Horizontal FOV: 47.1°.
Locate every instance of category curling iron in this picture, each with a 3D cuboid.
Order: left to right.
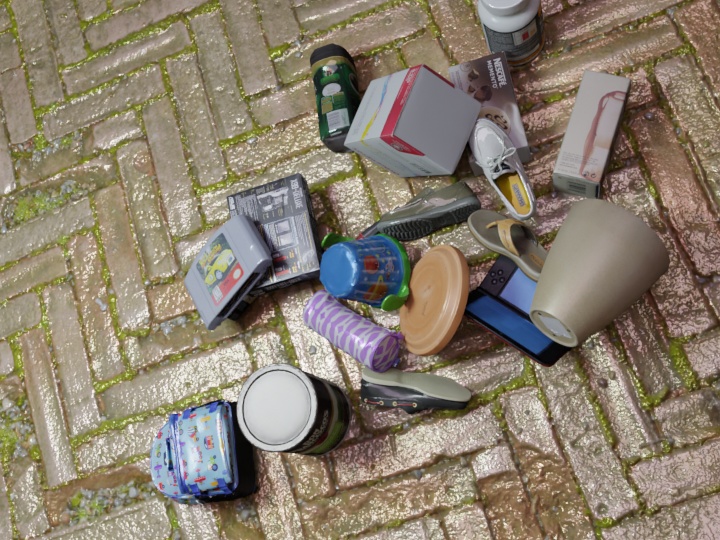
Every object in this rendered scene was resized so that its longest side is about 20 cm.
[{"bbox_3d":[-0.005,-0.066,1.599,0.199,0.026,0.050,-33,72,6],"label":"curling iron"}]

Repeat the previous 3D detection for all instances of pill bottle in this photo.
[{"bbox_3d":[0.279,-0.474,1.529,0.115,0.200,0.117,-4,75,15],"label":"pill bottle"}]

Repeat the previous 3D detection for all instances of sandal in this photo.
[{"bbox_3d":[0.278,-0.053,1.470,0.080,0.054,0.200,-32,58,-26],"label":"sandal"}]

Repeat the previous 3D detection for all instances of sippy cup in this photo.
[{"bbox_3d":[0.000,0.000,1.501,0.177,0.130,0.141,1,90,42],"label":"sippy cup"}]

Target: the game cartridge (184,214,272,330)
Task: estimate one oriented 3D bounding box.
[{"bbox_3d":[-0.253,-0.002,1.547,0.200,0.041,0.134,-48,54,24],"label":"game cartridge"}]

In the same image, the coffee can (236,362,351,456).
[{"bbox_3d":[-0.112,0.249,1.455,0.145,0.200,0.148,-4,75,16],"label":"coffee can"}]

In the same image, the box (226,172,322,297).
[{"bbox_3d":[-0.161,-0.068,1.570,0.156,0.050,0.202,-17,73,11],"label":"box"}]

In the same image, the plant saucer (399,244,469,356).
[{"bbox_3d":[0.122,0.050,1.456,0.032,0.200,0.202,16,78,-23],"label":"plant saucer"}]

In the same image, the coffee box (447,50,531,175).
[{"bbox_3d":[0.243,-0.296,1.556,0.112,0.080,0.202,-14,73,13],"label":"coffee box"}]

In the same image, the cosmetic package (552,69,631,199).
[{"bbox_3d":[0.414,-0.241,1.480,0.087,0.103,0.202,16,82,18],"label":"cosmetic package"}]

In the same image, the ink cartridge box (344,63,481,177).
[{"bbox_3d":[0.091,-0.267,1.513,0.200,0.145,0.146,7,72,63],"label":"ink cartridge box"}]

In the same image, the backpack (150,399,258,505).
[{"bbox_3d":[-0.305,0.341,1.527,0.198,0.134,0.184,-12,72,16],"label":"backpack"}]

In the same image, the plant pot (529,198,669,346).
[{"bbox_3d":[0.370,0.019,1.353,0.187,0.188,0.200,34,72,22],"label":"plant pot"}]

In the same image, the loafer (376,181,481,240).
[{"bbox_3d":[0.126,-0.114,1.556,0.198,0.075,0.070,-15,60,8],"label":"loafer"}]

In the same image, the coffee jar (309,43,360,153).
[{"bbox_3d":[-0.046,-0.344,1.644,0.085,0.104,0.202,-13,72,17],"label":"coffee jar"}]

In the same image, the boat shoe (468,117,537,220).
[{"bbox_3d":[0.247,-0.179,1.450,0.074,0.086,0.203,-25,88,12],"label":"boat shoe"}]

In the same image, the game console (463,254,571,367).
[{"bbox_3d":[0.291,0.053,1.430,0.199,0.119,0.173,33,87,21],"label":"game console"}]

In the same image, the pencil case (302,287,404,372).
[{"bbox_3d":[-0.016,0.108,1.510,0.199,0.084,0.086,29,84,33],"label":"pencil case"}]

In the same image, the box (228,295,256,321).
[{"bbox_3d":[-0.227,-0.014,1.635,0.200,0.060,0.117,-45,69,1],"label":"box"}]

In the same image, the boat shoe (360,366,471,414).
[{"bbox_3d":[0.097,0.221,1.477,0.200,0.074,0.064,8,109,11],"label":"boat shoe"}]
